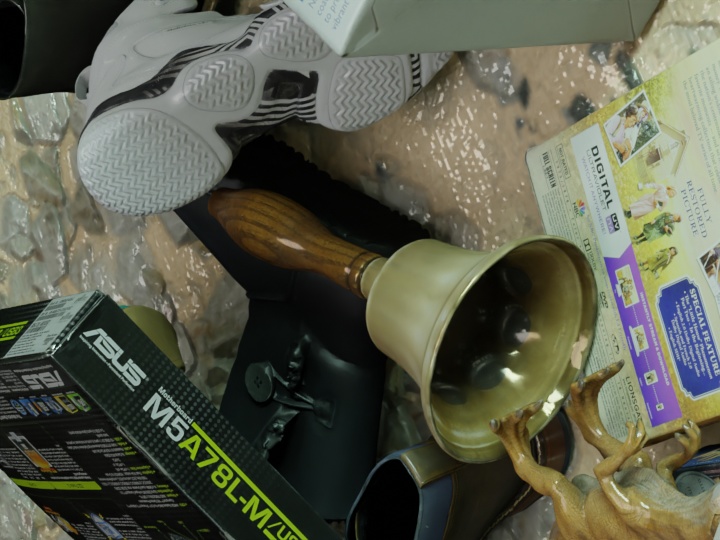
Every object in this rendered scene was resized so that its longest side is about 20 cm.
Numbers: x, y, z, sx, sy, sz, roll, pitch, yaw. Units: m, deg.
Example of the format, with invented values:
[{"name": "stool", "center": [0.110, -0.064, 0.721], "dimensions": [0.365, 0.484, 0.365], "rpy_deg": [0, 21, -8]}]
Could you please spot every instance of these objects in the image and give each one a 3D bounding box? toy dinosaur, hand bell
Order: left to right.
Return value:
[{"name": "hand bell", "center": [0.000, 0.000, 0.860], "dimensions": [0.200, 0.104, 0.104], "rpy_deg": [27, 116, 41]}, {"name": "toy dinosaur", "center": [0.098, 0.102, 0.795], "dimensions": [0.106, 0.060, 0.200], "rpy_deg": [64, 155, 7]}]

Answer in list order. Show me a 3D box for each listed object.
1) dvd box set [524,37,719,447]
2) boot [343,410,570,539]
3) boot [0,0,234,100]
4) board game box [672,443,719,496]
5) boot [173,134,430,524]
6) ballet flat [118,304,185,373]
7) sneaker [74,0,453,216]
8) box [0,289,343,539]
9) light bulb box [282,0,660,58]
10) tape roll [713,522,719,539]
[{"name": "dvd box set", "center": [0.153, -0.017, 0.776], "dimensions": [0.200, 0.029, 0.146], "rpy_deg": [-31, 70, 53]}, {"name": "boot", "center": [0.014, 0.136, 0.924], "dimensions": [0.075, 0.097, 0.200], "rpy_deg": [50, 128, 25]}, {"name": "boot", "center": [-0.122, -0.176, 0.964], "dimensions": [0.077, 0.138, 0.200], "rpy_deg": [26, 114, 38]}, {"name": "board game box", "center": [0.207, 0.162, 0.754], "dimensions": [0.135, 0.035, 0.200], "rpy_deg": [-20, 91, 57]}, {"name": "boot", "center": [-0.059, 0.024, 0.986], "dimensions": [0.200, 0.076, 0.168], "rpy_deg": [30, 117, 33]}, {"name": "ballet flat", "center": [-0.112, 0.078, 1.018], "dimensions": [0.063, 0.069, 0.200], "rpy_deg": [44, 163, 15]}, {"name": "sneaker", "center": [-0.053, -0.109, 0.923], "dimensions": [0.075, 0.200, 0.115], "rpy_deg": [63, -179, -36]}, {"name": "box", "center": [-0.113, 0.097, 0.917], "dimensions": [0.193, 0.048, 0.200], "rpy_deg": [46, 154, -19]}, {"name": "light bulb box", "center": [0.021, -0.197, 0.780], "dimensions": [0.200, 0.198, 0.125], "rpy_deg": [47, 125, 27]}, {"name": "tape roll", "center": [0.220, 0.128, 0.659], "dimensions": [0.203, 0.037, 0.203], "rpy_deg": [3, 102, 12]}]
